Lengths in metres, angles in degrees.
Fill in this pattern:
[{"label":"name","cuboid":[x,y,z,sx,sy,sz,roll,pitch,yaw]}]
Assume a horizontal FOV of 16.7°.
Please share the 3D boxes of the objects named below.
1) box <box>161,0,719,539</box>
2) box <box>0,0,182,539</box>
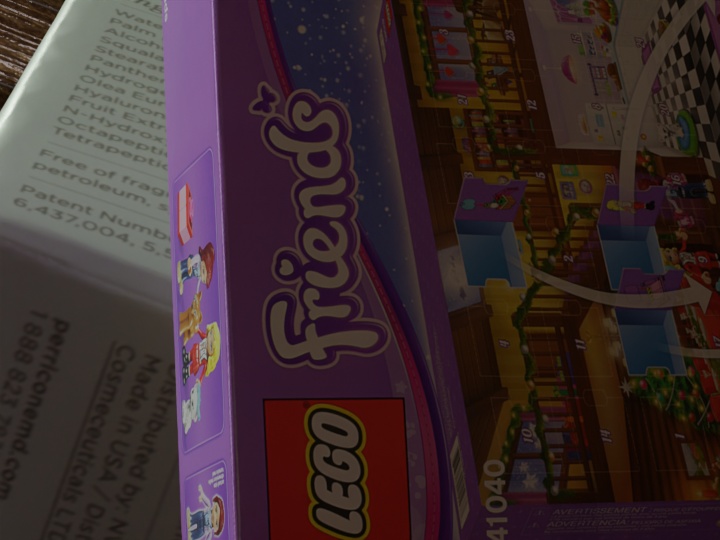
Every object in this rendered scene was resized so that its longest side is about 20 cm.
[{"label":"box","cuboid":[0.031,-0.040,0.473,0.039,0.136,0.201,148,121,-67]},{"label":"box","cuboid":[-0.021,0.064,0.610,0.172,0.199,0.200,-76,8,-63]}]
